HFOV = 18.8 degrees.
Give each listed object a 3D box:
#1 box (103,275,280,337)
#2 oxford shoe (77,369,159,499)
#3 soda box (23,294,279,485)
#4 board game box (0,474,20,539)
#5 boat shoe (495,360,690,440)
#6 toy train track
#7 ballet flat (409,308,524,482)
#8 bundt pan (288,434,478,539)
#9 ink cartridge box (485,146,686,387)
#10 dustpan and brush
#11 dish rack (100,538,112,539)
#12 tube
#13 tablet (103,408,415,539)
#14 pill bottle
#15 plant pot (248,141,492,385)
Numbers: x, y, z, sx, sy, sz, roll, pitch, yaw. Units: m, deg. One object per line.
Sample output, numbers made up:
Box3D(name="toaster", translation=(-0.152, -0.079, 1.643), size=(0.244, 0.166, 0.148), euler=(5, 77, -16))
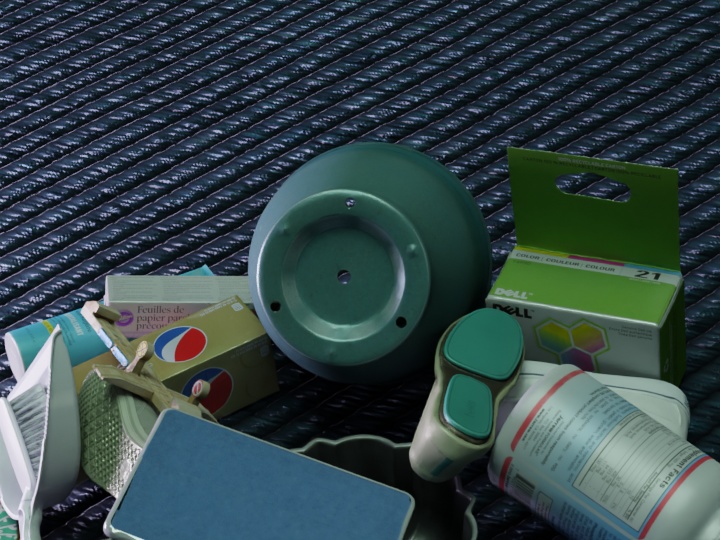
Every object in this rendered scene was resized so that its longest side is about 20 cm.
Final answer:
Box3D(name="box", translation=(-0.117, 0.031, 1.849), size=(0.198, 0.039, 0.042), euler=(0, 35, -11))
Box3D(name="oxford shoe", translation=(-0.164, 0.139, 1.646), size=(0.057, 0.076, 0.200), euler=(11, 18, -35))
Box3D(name="soda box", translation=(-0.170, 0.098, 1.782), size=(0.199, 0.068, 0.064), euler=(-25, 41, -20))
Box3D(name="board game box", translation=(-0.307, 0.238, 1.665), size=(0.095, 0.030, 0.201), euler=(-9, 40, -2))
Box3D(name="boat shoe", translation=(0.156, 0.117, 1.696), size=(0.198, 0.074, 0.066), euler=(-1, 34, 11))
Box3D(name="toy train track", translation=(-0.168, 0.067, 1.700), size=(0.033, 0.114, 0.200), euler=(-58, 37, 8))
Box3D(name="ballet flat", translation=(0.077, 0.096, 1.641), size=(0.069, 0.070, 0.200), euler=(4, 25, 14))
Box3D(name="bundt pan", translation=(-0.010, 0.215, 1.597), size=(0.200, 0.076, 0.203), euler=(-4, 38, 4))
Box3D(name="ink cartridge box", translation=(0.176, 0.011, 1.722), size=(0.147, 0.201, 0.076), euler=(9, 41, 22))
Box3D(name="dustpan and brush", translation=(-0.250, 0.160, 1.669), size=(0.057, 0.140, 0.201), euler=(-4, 63, -33))
Box3D(name="dish rack", translation=(-0.161, 0.277, 1.511), size=(0.152, 0.055, 0.201), euler=(-11, 64, -3))
Box3D(name="tube", translation=(-0.205, 0.048, 1.877), size=(0.199, 0.051, 0.078), euler=(-19, 48, -23))
Box3D(name="tablet", translation=(-0.069, 0.174, 1.543), size=(0.199, 0.014, 0.130), euler=(20, 43, 4))
Box3D(name="pill bottle", translation=(0.199, 0.163, 1.581), size=(0.199, 0.109, 0.109), euler=(35, 52, 22))
Box3D(name="plant pot", translation=(0.000, 0.000, 1.711), size=(0.198, 0.202, 0.188), euler=(-3, 3, 7))
